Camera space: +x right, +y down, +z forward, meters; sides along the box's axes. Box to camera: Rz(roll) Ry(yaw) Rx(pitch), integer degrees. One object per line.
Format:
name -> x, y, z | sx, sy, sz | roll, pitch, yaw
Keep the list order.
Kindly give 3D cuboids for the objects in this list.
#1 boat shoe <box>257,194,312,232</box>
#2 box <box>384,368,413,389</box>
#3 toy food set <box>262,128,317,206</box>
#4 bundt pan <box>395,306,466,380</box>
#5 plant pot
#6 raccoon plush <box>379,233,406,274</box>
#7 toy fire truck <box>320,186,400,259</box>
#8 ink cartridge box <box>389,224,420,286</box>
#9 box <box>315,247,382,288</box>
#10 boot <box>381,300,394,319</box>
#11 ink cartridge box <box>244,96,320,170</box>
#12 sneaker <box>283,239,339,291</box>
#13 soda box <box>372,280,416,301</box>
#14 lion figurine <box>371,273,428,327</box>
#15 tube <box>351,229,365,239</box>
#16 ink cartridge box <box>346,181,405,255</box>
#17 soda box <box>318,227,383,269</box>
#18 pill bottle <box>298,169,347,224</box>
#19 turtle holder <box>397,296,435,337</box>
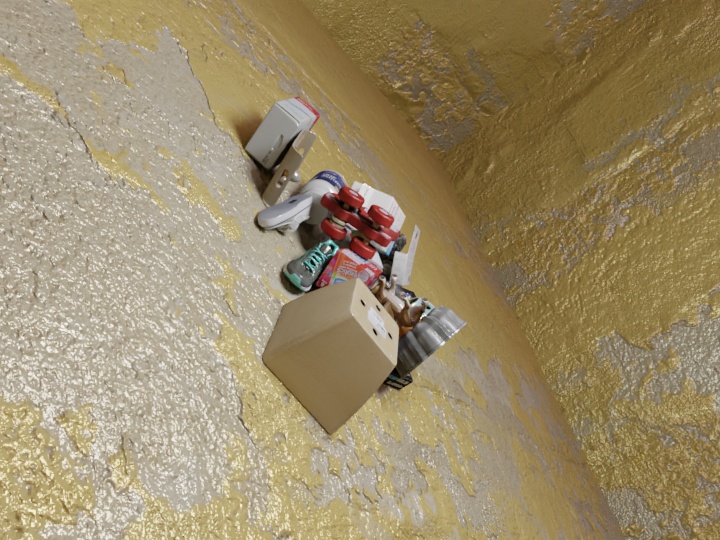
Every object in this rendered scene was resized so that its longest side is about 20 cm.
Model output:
boat shoe -> -0.163, -0.119, 1.350 | 0.199, 0.072, 0.067 | -36, 127, -55
box -> 0.038, 0.182, 1.401 | 0.199, 0.046, 0.161 | 32, 32, -50
toy food set -> -0.161, -0.245, 1.419 | 0.060, 0.144, 0.201 | 32, 25, -11
bundt pan -> 0.145, 0.156, 1.350 | 0.076, 0.202, 0.201 | 49, 19, 9
plant pot -> -0.035, 0.136, 1.107 | 0.201, 0.176, 0.201 | 50, 20, -17
raccoon plush -> 0.068, -0.097, 1.845 | 0.134, 0.097, 0.201 | 43, 23, -14
toy fire truck -> 0.000, -0.124, 1.426 | 0.198, 0.113, 0.168 | 33, 16, 3
ink cartridge box -> 0.135, -0.045, 1.771 | 0.200, 0.044, 0.180 | 6, 96, -80
box -> -0.021, 0.015, 1.360 | 0.099, 0.096, 0.200 | 36, 8, 4
boot -> 0.053, 0.117, 1.333 | 0.076, 0.073, 0.200 | 58, 8, 5
ink cartridge box -> -0.193, -0.351, 1.498 | 0.082, 0.146, 0.200 | 39, 21, -4
sneaker -> -0.103, -0.022, 1.302 | 0.077, 0.091, 0.200 | 42, 20, -1
soda box -> 0.101, 0.089, 1.667 | 0.199, 0.063, 0.072 | 21, 40, -58
lion figurine -> 0.088, 0.089, 1.463 | 0.071, 0.125, 0.200 | -12, 39, -31
tube -> 0.000, 0.000, 1.498 | 0.057, 0.052, 0.205 | -2, 92, -26
ink cartridge box -> 0.028, -0.143, 1.629 | 0.123, 0.131, 0.200 | 24, -5, 19
soda box -> -0.024, -0.051, 1.577 | 0.199, 0.068, 0.065 | 35, 29, -46
pill bottle -> -0.100, -0.188, 1.539 | 0.112, 0.110, 0.201 | 52, 20, -11
turtle holder -> 0.162, 0.139, 1.581 | 0.184, 0.140, 0.134 | -28, 98, -38
